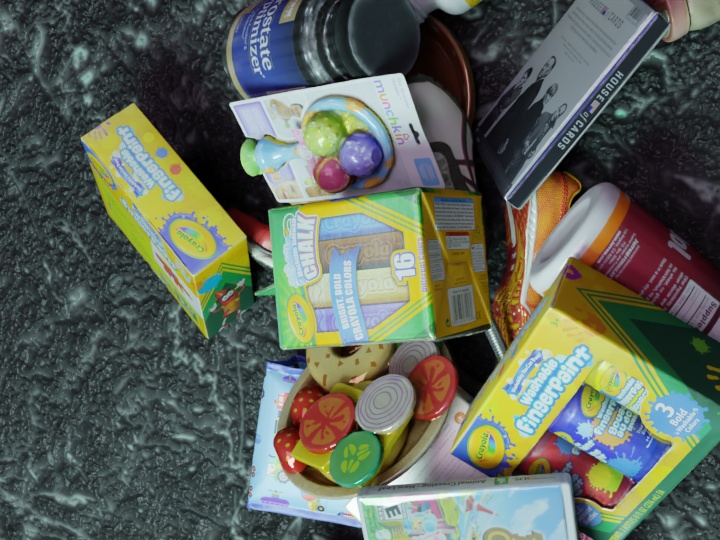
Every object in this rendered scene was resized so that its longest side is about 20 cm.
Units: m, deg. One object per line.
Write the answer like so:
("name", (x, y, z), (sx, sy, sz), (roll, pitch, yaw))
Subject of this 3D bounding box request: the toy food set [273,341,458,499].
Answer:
("toy food set", (0.002, 0.119, 0.998), (0.196, 0.049, 0.201), (12, 60, 44))

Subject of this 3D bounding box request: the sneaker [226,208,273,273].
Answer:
("sneaker", (-0.057, -0.028, 1.137), (0.198, 0.077, 0.086), (24, 83, 20))

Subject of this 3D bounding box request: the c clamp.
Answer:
("c clamp", (0.117, 0.073, 1.013), (0.170, 0.027, 0.202), (-5, 120, 55))

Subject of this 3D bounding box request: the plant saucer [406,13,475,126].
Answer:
("plant saucer", (0.027, -0.170, 1.099), (0.197, 0.032, 0.204), (1, 92, 29))

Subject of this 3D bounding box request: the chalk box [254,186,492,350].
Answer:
("chalk box", (0.000, 0.000, 0.945), (0.197, 0.124, 0.126), (-4, 90, 31))

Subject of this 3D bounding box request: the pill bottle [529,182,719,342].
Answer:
("pill bottle", (0.252, 0.026, 0.922), (0.199, 0.113, 0.113), (38, 109, -4))

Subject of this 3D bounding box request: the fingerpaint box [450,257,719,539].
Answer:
("fingerpaint box", (0.190, 0.116, 0.884), (0.165, 0.074, 0.201), (31, 132, 3))

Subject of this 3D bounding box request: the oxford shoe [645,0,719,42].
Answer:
("oxford shoe", (0.275, -0.306, 0.960), (0.073, 0.071, 0.203), (-16, 83, 1))

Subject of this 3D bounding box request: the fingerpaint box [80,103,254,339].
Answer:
("fingerpaint box", (-0.200, -0.050, 1.145), (0.073, 0.167, 0.200), (-36, 71, -17))

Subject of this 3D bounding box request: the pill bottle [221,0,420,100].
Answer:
("pill bottle", (-0.038, -0.212, 1.017), (0.199, 0.111, 0.114), (3, 93, 52))

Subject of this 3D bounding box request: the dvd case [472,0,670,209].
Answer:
("dvd case", (0.182, -0.168, 0.970), (0.025, 0.151, 0.201), (31, 111, -22))

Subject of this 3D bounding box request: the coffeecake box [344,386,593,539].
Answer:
("coffeecake box", (0.111, 0.229, 1.015), (0.199, 0.073, 0.154), (40, 96, 11))

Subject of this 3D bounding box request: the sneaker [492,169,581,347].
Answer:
("sneaker", (0.171, 0.005, 1.010), (0.073, 0.076, 0.203), (-128, 42, -62))

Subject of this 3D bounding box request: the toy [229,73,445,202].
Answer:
("toy", (-0.032, -0.107, 0.979), (0.198, 0.047, 0.116), (0, 128, 38))

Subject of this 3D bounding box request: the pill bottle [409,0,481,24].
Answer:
("pill bottle", (0.108, -0.312, 1.003), (0.198, 0.104, 0.105), (-31, 78, 18))

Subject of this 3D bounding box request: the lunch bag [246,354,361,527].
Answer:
("lunch bag", (-0.003, 0.182, 1.104), (0.197, 0.094, 0.153), (9, 93, 17))

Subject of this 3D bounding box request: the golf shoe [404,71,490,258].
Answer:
("golf shoe", (0.080, -0.086, 1.006), (0.076, 0.088, 0.202), (-20, 109, 8))

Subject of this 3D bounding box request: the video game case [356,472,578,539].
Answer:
("video game case", (0.100, 0.270, 0.916), (0.179, 0.022, 0.203), (-6, 110, 12))

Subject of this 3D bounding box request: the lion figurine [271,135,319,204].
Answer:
("lion figurine", (-0.025, -0.081, 1.082), (0.199, 0.072, 0.124), (26, 116, 39))
